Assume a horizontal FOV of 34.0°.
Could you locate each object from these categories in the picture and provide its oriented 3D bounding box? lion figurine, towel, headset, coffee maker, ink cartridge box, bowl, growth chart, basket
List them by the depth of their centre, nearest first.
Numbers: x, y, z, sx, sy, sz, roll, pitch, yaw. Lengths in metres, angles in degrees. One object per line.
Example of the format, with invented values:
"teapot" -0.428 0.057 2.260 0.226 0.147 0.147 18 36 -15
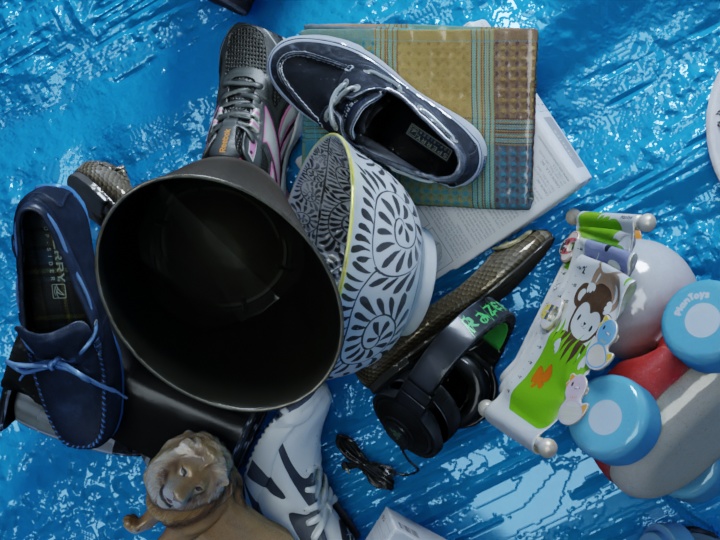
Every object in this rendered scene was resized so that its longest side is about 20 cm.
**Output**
"basket" -0.099 -0.009 0.852 0.136 0.200 0.180 -43 105 7
"growth chart" 0.153 0.040 0.867 0.018 0.145 0.200 30 80 -17
"lion figurine" -0.101 0.202 0.906 0.122 0.072 0.200 -38 125 16
"bowl" 0.000 0.000 0.920 0.094 0.201 0.201 10 91 -19
"headset" 0.049 0.098 0.946 0.094 0.123 0.200 37 121 20
"coffee maker" -0.173 0.089 0.949 0.200 0.192 0.135 24 54 0
"towel" 0.044 -0.125 0.953 0.200 0.022 0.147 5 100 23
"ink cartridge box" 0.067 -0.085 0.985 0.200 0.050 0.161 -36 83 27

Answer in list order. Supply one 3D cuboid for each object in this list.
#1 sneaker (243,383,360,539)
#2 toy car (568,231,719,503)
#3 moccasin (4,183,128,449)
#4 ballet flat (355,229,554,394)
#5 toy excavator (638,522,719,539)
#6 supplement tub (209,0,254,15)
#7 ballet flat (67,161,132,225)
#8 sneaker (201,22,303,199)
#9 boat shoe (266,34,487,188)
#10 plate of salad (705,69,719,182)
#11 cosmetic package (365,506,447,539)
"sneaker" -0.035 0.190 0.966 0.130 0.079 0.199 27 107 3
"toy car" 0.214 0.053 0.908 0.177 0.184 0.200 -47 50 11
"moccasin" -0.225 0.040 0.856 0.080 0.068 0.200 -10 101 8
"ballet flat" 0.072 0.026 0.967 0.200 0.067 0.046 -40 74 13
"toy excavator" 0.193 0.289 0.888 0.200 0.100 0.195 1 87 -8
"supplement tub" -0.083 -0.317 0.976 0.107 0.107 0.200 28 94 10
"ballet flat" -0.169 -0.025 1.012 0.200 0.067 0.046 42 55 11
"sneaker" -0.094 -0.109 0.981 0.080 0.086 0.200 -2 89 18
"boat shoe" 0.003 -0.125 0.922 0.200 0.068 0.072 35 110 15
"plate of salad" 0.373 -0.115 0.915 0.200 0.048 0.200 0 90 11
"cosmetic package" 0.085 0.272 0.932 0.200 0.051 0.083 31 93 -12
